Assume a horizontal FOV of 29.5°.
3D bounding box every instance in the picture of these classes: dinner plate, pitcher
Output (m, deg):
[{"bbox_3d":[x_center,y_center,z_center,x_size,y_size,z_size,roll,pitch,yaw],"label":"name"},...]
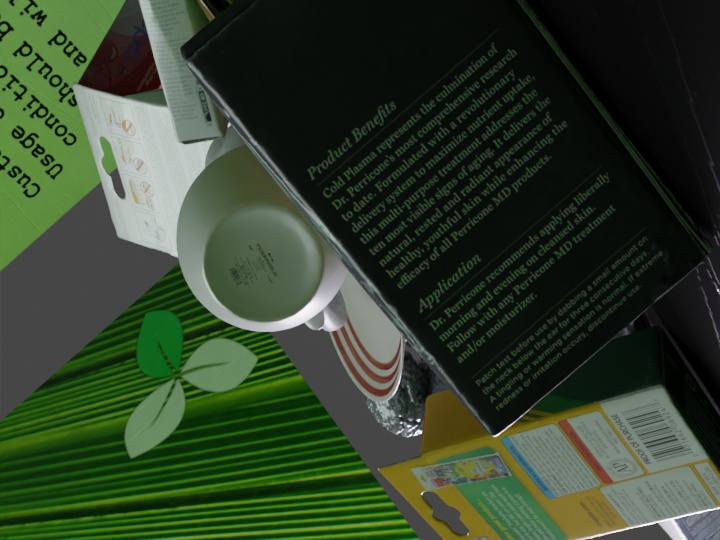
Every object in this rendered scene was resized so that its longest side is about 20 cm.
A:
[{"bbox_3d":[0.000,0.000,1.048,0.200,0.024,0.203,167,90,-73],"label":"dinner plate"},{"bbox_3d":[-0.053,-0.013,0.968,0.173,0.120,0.200,57,-174,-15],"label":"pitcher"}]

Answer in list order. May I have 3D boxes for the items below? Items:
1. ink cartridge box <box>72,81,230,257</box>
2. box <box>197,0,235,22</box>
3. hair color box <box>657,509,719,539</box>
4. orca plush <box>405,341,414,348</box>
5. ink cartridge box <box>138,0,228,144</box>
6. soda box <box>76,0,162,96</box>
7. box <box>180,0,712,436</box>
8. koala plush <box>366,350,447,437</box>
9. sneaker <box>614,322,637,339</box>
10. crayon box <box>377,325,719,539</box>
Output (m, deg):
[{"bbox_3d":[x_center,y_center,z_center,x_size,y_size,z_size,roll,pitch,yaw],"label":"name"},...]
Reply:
[{"bbox_3d":[-0.141,-0.081,1.151,0.198,0.050,0.164,18,133,35],"label":"ink cartridge box"},{"bbox_3d":[-0.043,-0.108,0.860,0.164,0.021,0.200,51,180,-2],"label":"box"},{"bbox_3d":[0.254,0.170,1.095,0.100,0.060,0.200,50,180,36],"label":"hair color box"},{"bbox_3d":[0.033,0.059,1.299,0.197,0.072,0.105,16,-175,-9],"label":"orca plush"},{"bbox_3d":[-0.125,-0.226,0.988,0.201,0.040,0.202,-85,-16,-56],"label":"ink cartridge box"},{"bbox_3d":[-0.168,-0.227,1.185,0.063,0.201,0.070,31,-177,-9],"label":"soda box"},{"bbox_3d":[0.025,-0.059,0.619,0.197,0.123,0.200,52,180,-12],"label":"box"},{"bbox_3d":[0.114,0.051,1.055,0.177,0.184,0.201,36,155,25],"label":"koala plush"},{"bbox_3d":[0.136,0.041,0.877,0.201,0.080,0.071,52,180,-39],"label":"sneaker"},{"bbox_3d":[0.127,0.118,0.878,0.126,0.198,0.052,50,-147,-34],"label":"crayon box"}]
